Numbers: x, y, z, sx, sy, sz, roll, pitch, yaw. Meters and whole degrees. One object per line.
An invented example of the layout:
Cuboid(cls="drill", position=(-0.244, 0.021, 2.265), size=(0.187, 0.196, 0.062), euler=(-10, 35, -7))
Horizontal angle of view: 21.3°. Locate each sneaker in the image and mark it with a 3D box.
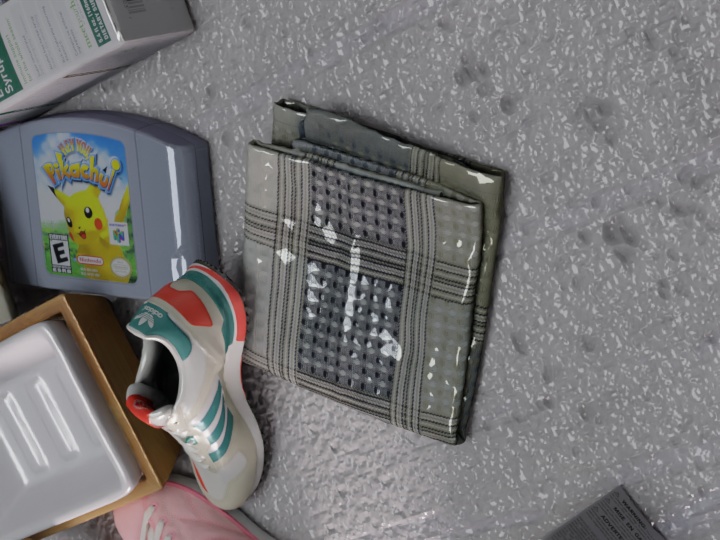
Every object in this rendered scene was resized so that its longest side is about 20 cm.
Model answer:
Cuboid(cls="sneaker", position=(-0.124, 0.095, 1.336), size=(0.070, 0.093, 0.201), euler=(25, 132, 36))
Cuboid(cls="sneaker", position=(-0.127, 0.216, 1.389), size=(0.200, 0.104, 0.076), euler=(27, 120, 30))

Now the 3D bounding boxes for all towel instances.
Cuboid(cls="towel", position=(0.000, 0.000, 1.271), size=(0.192, 0.034, 0.201), euler=(21, 114, 32))

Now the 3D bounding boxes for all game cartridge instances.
Cuboid(cls="game cartridge", position=(-0.191, -0.049, 1.404), size=(0.199, 0.040, 0.134), euler=(5, 103, 36))

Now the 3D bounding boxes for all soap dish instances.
Cuboid(cls="soap dish", position=(-0.236, 0.113, 1.448), size=(0.199, 0.081, 0.158), euler=(-25, 94, 40))

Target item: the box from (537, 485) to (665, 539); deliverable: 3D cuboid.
Cuboid(cls="box", position=(0.114, 0.247, 1.214), size=(0.113, 0.101, 0.200), euler=(51, 127, 14))

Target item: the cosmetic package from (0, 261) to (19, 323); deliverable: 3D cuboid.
Cuboid(cls="cosmetic package", position=(-0.325, -0.048, 1.453), size=(0.104, 0.073, 0.201), euler=(-167, 59, -82))

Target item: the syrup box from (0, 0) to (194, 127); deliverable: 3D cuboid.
Cuboid(cls="syrup box", position=(-0.220, -0.167, 1.360), size=(0.199, 0.081, 0.079), euler=(-21, 90, 38))
